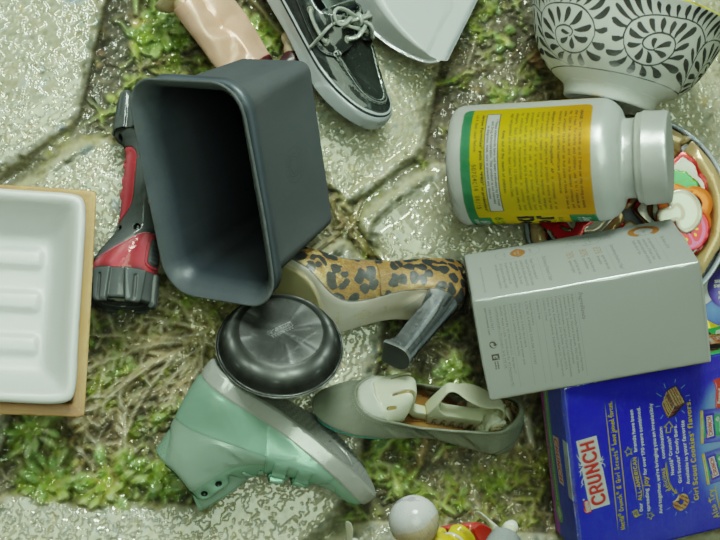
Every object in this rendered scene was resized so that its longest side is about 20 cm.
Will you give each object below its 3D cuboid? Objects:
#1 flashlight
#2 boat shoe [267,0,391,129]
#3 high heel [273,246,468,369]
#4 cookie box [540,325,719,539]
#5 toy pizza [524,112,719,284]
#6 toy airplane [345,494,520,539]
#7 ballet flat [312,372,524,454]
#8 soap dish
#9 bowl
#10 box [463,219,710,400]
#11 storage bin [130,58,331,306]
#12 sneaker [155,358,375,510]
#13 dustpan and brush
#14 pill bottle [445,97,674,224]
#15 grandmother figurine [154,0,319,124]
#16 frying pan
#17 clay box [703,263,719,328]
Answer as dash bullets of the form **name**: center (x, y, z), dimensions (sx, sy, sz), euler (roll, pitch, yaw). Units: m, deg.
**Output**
- **flashlight**: center (-0.210, -0.064, 1.266), dimensions (0.067, 0.068, 0.202), euler (8, 75, -24)
- **boat shoe**: center (-0.022, -0.231, 1.313), dimensions (0.073, 0.068, 0.201), euler (-19, 77, -46)
- **high heel**: center (0.000, 0.000, 1.306), dimensions (0.199, 0.072, 0.143), euler (32, 47, 14)
- **cookie box**: center (0.275, 0.156, 1.276), dimensions (0.198, 0.075, 0.173), euler (-10, 104, -11)
- **toy pizza**: center (0.256, -0.055, 1.327), dimensions (0.198, 0.032, 0.203), euler (-1, 82, 10)
- **toy airplane**: center (0.049, 0.266, 1.183), dimensions (0.198, 0.199, 0.143), euler (-15, 93, -10)
- **ballet flat**: center (0.056, 0.122, 1.273), dimensions (0.198, 0.064, 0.068), euler (11, 44, -10)
- **soap dish**: center (-0.317, 0.027, 1.219), dimensions (0.156, 0.081, 0.202), euler (3, 80, -9)
- **bowl**: center (0.244, -0.203, 1.308), dimensions (0.199, 0.201, 0.095), euler (15, 91, -7)
- **box**: center (0.200, 0.033, 1.243), dimensions (0.198, 0.125, 0.098), euler (-10, 109, 5)
- **storage bin**: center (-0.108, -0.091, 1.220), dimensions (0.134, 0.144, 0.202), euler (-37, 126, -49)
- **sneaker**: center (-0.089, 0.178, 1.248), dimensions (0.200, 0.074, 0.119), euler (36, 99, -16)
- **dustpan and brush**: center (0.015, -0.295, 1.354), dimensions (0.199, 0.057, 0.140), euler (31, 65, -10)
- **pill bottle**: center (0.186, -0.101, 1.276), dimensions (0.198, 0.113, 0.114), euler (-1, 79, 18)
- **grandmother figurine**: center (-0.103, -0.190, 1.308), dimensions (0.121, 0.061, 0.201), euler (-34, 90, -20)
- **frying pan**: center (-0.078, 0.034, 1.239), dimensions (0.114, 0.031, 0.191), euler (-4, 50, -11)
- **clay box**: center (0.352, 0.031, 1.352), dimensions (0.114, 0.048, 0.202), euler (-6, 80, -9)
